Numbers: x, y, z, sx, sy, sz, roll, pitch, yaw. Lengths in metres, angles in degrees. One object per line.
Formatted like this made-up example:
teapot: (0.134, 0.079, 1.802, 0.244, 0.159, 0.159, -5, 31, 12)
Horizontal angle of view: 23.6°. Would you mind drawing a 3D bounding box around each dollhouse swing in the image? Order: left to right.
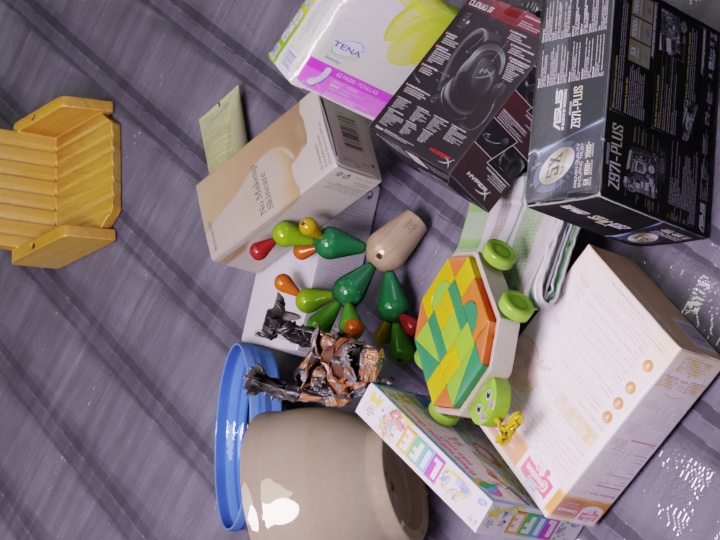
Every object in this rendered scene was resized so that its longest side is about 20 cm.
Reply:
dollhouse swing: (-0.435, -0.127, 2.237, 0.181, 0.176, 0.201, -22, 62, 41)

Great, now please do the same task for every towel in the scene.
towel: (0.143, -0.030, 1.650, 0.200, 0.031, 0.150, -5, 61, 62)

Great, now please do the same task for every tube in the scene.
tube: (-0.153, -0.123, 2.037, 0.058, 0.052, 0.200, -13, 57, -1)

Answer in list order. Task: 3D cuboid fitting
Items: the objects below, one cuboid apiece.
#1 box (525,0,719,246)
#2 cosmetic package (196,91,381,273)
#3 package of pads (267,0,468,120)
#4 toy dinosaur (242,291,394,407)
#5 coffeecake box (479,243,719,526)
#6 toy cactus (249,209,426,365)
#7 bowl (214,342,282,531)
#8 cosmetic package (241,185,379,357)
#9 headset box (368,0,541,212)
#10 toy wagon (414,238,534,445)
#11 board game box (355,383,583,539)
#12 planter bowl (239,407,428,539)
box: (0.237, -0.137, 1.542, 0.086, 0.164, 0.201, -6, 75, 45)
cosmetic package: (-0.079, -0.092, 1.822, 0.200, 0.071, 0.105, -36, 55, 32)
package of pads: (0.028, -0.235, 1.763, 0.155, 0.200, 0.068, -55, 41, 19)
toy dinosaur: (-0.041, 0.103, 1.704, 0.200, 0.135, 0.102, 122, 163, -51)
coffeecake box: (0.209, 0.105, 1.561, 0.200, 0.073, 0.154, -55, 44, 19)
toy cactus: (0.000, 0.000, 1.779, 0.200, 0.102, 0.165, 41, 78, 13)
bowl: (-0.120, 0.179, 1.849, 0.201, 0.039, 0.201, -176, 90, -76)
cosmetic package: (-0.055, -0.007, 1.876, 0.102, 0.074, 0.201, 6, 81, 48)
headset box: (0.126, -0.177, 1.698, 0.200, 0.077, 0.149, -52, 40, -4)
toy wagon: (0.105, 0.073, 1.587, 0.155, 0.039, 0.200, -59, 29, 35)
board game box: (0.101, 0.180, 1.607, 0.200, 0.134, 0.034, 42, 109, 45)
planter bowl: (-0.014, 0.222, 1.693, 0.134, 0.200, 0.201, -16, 65, 18)
